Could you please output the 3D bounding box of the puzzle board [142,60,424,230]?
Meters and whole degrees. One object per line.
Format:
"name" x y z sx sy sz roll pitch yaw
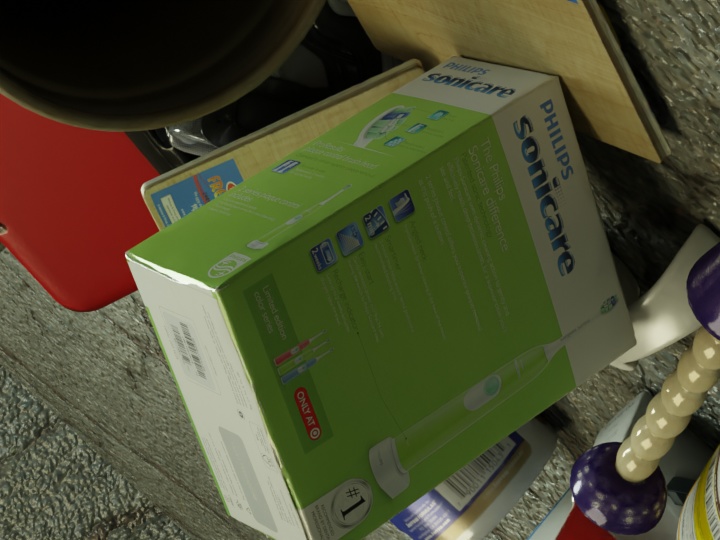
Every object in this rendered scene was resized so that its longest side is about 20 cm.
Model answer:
"puzzle board" -0.005 0.004 1.188 0.017 0.150 0.201 -110 -4 -57

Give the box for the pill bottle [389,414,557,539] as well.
"pill bottle" 0.020 0.086 1.533 0.200 0.120 0.120 42 165 -1

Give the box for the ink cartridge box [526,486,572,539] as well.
"ink cartridge box" 0.195 0.209 1.444 0.200 0.116 0.068 51 163 -29

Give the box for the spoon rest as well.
"spoon rest" 0.124 0.015 1.186 0.099 0.061 0.200 45 164 -11

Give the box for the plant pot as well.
"plant pot" -0.126 -0.178 1.049 0.200 0.200 0.173 49 173 -27

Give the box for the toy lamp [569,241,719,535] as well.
"toy lamp" 0.156 0.049 1.083 0.058 0.058 0.201 38 137 14

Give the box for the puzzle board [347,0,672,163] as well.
"puzzle board" 0.046 -0.131 1.062 0.199 0.017 0.151 26 158 44

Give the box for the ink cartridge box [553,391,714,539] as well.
"ink cartridge box" 0.200 0.182 1.288 0.200 0.045 0.176 42 -150 -2

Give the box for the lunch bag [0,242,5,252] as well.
"lunch bag" -0.239 -0.118 1.459 0.139 0.200 0.168 38 166 9

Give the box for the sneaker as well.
"sneaker" -0.069 -0.124 1.177 0.200 0.114 0.075 47 164 -18

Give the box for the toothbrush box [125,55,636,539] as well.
"toothbrush box" 0.014 0.014 1.063 0.086 0.199 0.146 20 137 54

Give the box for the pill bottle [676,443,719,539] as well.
"pill bottle" 0.219 0.128 1.169 0.109 0.109 0.200 38 165 11

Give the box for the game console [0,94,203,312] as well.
"game console" -0.134 -0.102 1.250 0.118 0.173 0.200 0 139 44
